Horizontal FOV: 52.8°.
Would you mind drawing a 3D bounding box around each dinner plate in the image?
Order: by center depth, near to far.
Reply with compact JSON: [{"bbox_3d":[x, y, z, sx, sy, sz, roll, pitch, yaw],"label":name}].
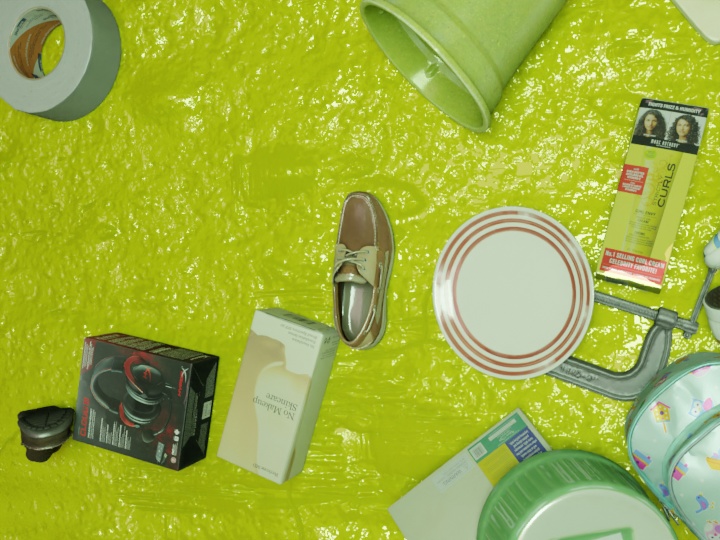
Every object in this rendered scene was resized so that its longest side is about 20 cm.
[{"bbox_3d":[0.176,0.026,0.852,0.199,0.024,0.202,-1,89,35],"label":"dinner plate"}]

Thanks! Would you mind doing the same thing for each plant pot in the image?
[{"bbox_3d":[0.132,-0.291,0.814,0.184,0.200,0.200,-46,76,1],"label":"plant pot"}]

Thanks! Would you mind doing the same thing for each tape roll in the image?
[{"bbox_3d":[-0.456,-0.327,1.073,0.199,0.066,0.202,0,89,19],"label":"tape roll"}]

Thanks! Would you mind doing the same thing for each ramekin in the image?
[{"bbox_3d":[0.224,0.292,0.736,0.198,0.098,0.202,0,89,0],"label":"ramekin"}]

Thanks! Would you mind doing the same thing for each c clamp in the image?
[{"bbox_3d":[0.282,0.058,0.834,0.199,0.027,0.172,13,99,18],"label":"c clamp"}]

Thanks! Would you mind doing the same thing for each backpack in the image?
[{"bbox_3d":[0.372,0.186,0.734,0.200,0.153,0.176,46,109,18],"label":"backpack"}]

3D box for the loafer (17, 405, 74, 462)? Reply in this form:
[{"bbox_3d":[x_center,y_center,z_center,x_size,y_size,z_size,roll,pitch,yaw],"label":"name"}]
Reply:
[{"bbox_3d":[-0.439,0.233,1.021,0.073,0.200,0.072,-8,88,-26],"label":"loafer"}]

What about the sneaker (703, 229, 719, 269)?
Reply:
[{"bbox_3d":[0.424,-0.093,0.764,0.200,0.076,0.105,-39,65,8],"label":"sneaker"}]

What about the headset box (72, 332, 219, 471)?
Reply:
[{"bbox_3d":[-0.308,0.176,1.012,0.199,0.075,0.150,11,95,19],"label":"headset box"}]

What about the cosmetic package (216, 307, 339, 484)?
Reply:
[{"bbox_3d":[-0.105,0.159,0.942,0.104,0.071,0.202,16,95,18],"label":"cosmetic package"}]

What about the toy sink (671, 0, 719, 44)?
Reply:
[{"bbox_3d":[0.414,-0.356,0.740,0.200,0.112,0.131,-37,78,16],"label":"toy sink"}]

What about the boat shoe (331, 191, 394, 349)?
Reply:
[{"bbox_3d":[0.000,0.000,0.905,0.075,0.072,0.202,-3,89,19],"label":"boat shoe"}]

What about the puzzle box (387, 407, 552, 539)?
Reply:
[{"bbox_3d":[0.146,0.270,0.830,0.200,0.025,0.133,-37,59,0],"label":"puzzle box"}]

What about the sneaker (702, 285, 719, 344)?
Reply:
[{"bbox_3d":[0.464,0.030,0.756,0.199,0.073,0.085,-21,113,12],"label":"sneaker"}]

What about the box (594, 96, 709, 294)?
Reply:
[{"bbox_3d":[0.316,-0.081,0.791,0.075,0.050,0.201,16,87,20],"label":"box"}]
